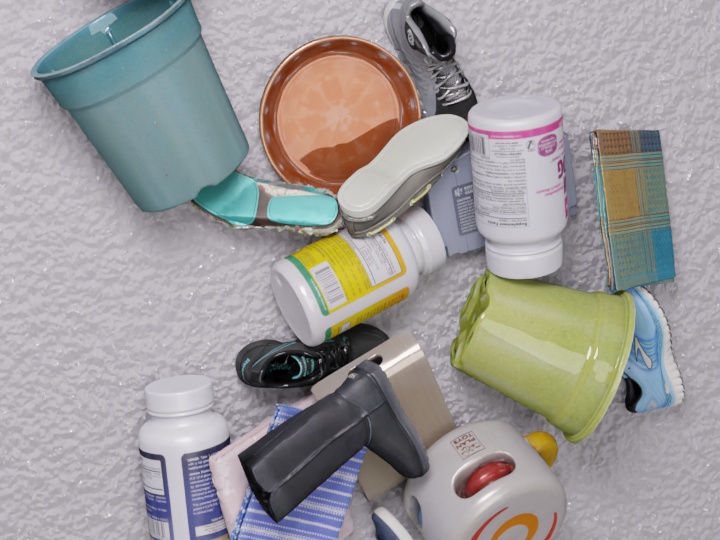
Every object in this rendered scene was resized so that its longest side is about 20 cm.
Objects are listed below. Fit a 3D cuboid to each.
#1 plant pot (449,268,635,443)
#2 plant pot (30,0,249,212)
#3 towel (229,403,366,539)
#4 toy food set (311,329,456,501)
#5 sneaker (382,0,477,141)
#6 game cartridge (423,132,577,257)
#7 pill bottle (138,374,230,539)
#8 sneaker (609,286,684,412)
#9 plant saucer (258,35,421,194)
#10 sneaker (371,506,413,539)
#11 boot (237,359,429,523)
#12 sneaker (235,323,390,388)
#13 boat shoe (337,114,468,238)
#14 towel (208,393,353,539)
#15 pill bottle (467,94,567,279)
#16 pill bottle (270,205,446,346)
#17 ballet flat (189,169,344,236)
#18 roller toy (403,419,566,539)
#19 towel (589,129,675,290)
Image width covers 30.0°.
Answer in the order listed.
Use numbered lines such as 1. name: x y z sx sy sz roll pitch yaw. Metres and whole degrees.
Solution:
1. plant pot: 0.217 0.090 1.682 0.182 0.200 0.202 20 94 -6
2. plant pot: -0.232 -0.186 1.506 0.199 0.200 0.197 -32 113 -8
3. towel: -0.070 0.269 1.594 0.144 0.024 0.202 19 88 -33
4. toy food set: 0.034 0.184 1.684 0.143 0.060 0.201 -30 125 -7
5. sneaker: 0.096 -0.238 1.617 0.075 0.115 0.201 -34 106 -7
6. game cartridge: 0.174 -0.104 1.693 0.198 0.042 0.135 -17 110 -12
7. pill bottle: -0.208 0.233 1.616 0.110 0.111 0.202 -7 101 -14
8. sneaker: 0.359 0.101 1.768 0.089 0.078 0.202 -22 104 -7
9. plant saucer: -0.025 -0.183 1.630 0.198 0.032 0.203 -3 103 -11
10. sneaker: 0.043 0.404 1.732 0.084 0.075 0.202 -26 105 -14
11. boot: -0.029 0.226 1.565 0.199 0.065 0.166 -38 109 -26
12. sneaker: -0.051 0.115 1.657 0.198 0.079 0.076 -11 101 -15
13. boat shoe: 0.053 -0.114 1.604 0.201 0.072 0.061 -39 144 -24
14. towel: -0.095 0.277 1.644 0.190 0.032 0.202 -31 114 -45
15. pill bottle: 0.191 -0.100 1.618 0.112 0.113 0.202 -12 113 -13
16. pill bottle: 0.000 0.000 1.628 0.199 0.113 0.114 -28 106 -18
17. ballet flat: -0.115 -0.075 1.608 0.198 0.064 0.076 14 79 2
18. roller toy: 0.154 0.285 1.689 0.181 0.140 0.201 15 116 -41
19. towel: 0.348 -0.079 1.715 0.146 0.022 0.203 -5 87 -44
